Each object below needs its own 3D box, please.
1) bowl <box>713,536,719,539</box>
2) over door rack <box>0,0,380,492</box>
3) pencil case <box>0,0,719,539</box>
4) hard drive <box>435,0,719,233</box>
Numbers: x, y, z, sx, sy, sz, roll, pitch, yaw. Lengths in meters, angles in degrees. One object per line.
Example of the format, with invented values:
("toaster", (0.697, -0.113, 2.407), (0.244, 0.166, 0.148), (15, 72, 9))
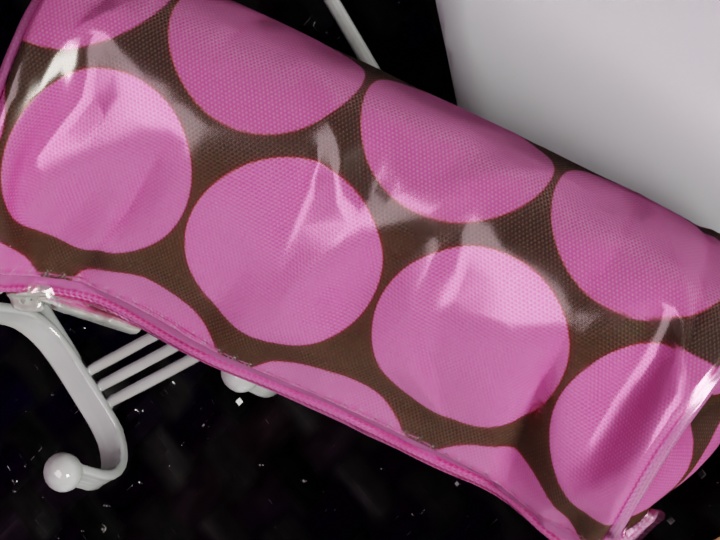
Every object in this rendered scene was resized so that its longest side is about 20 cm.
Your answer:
("bowl", (0.150, 0.153, 0.740), (0.200, 0.094, 0.202), (-3, 84, 25))
("over door rack", (-0.072, -0.054, 0.836), (0.147, 0.067, 0.201), (-28, 86, 25))
("pencil case", (0.000, 0.000, 0.748), (0.199, 0.091, 0.094), (24, 84, 4))
("hard drive", (0.080, -0.087, 0.781), (0.131, 0.025, 0.201), (-11, 93, 26))
